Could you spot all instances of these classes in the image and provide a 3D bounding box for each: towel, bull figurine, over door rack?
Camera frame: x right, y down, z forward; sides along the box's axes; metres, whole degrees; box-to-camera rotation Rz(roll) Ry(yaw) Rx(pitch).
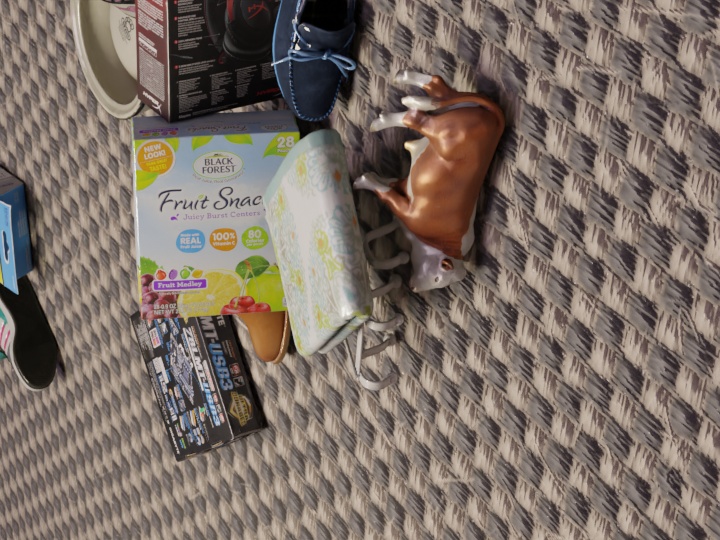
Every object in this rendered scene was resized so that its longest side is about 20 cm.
[{"bbox_3d":[-0.038,-0.020,1.446,0.200,0.048,0.173,133,124,-70],"label":"towel"},{"bbox_3d":[0.060,-0.078,1.362,0.120,0.065,0.201,25,124,8],"label":"bull figurine"},{"bbox_3d":[0.000,0.000,1.523,0.200,0.066,0.149,-125,34,-53],"label":"over door rack"}]

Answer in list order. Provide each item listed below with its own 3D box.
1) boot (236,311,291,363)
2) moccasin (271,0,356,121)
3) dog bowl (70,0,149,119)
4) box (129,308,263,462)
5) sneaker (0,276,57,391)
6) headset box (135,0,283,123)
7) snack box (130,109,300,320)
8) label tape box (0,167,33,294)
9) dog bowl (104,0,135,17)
[{"bbox_3d":[-0.162,0.019,1.694,0.073,0.153,0.202,0,103,58],"label":"boot"},{"bbox_3d":[-0.043,-0.231,1.456,0.068,0.080,0.202,-133,38,-55],"label":"moccasin"},{"bbox_3d":[-0.261,-0.279,1.798,0.200,0.073,0.202,31,128,49],"label":"dog bowl"},{"bbox_3d":[-0.204,0.122,1.913,0.198,0.049,0.202,-29,78,58],"label":"box"},{"bbox_3d":[-0.532,0.116,2.404,0.121,0.083,0.202,-52,52,48],"label":"sneaker"},{"bbox_3d":[-0.143,-0.264,1.542,0.075,0.147,0.202,36,134,45],"label":"headset box"},{"bbox_3d":[-0.146,-0.056,1.583,0.068,0.167,0.202,-113,21,-63],"label":"snack box"},{"bbox_3d":[-0.542,-0.068,2.360,0.199,0.066,0.145,28,127,47],"label":"label tape box"},{"bbox_3d":[-0.236,-0.368,1.632,0.198,0.073,0.203,-1,89,37],"label":"dog bowl"}]
